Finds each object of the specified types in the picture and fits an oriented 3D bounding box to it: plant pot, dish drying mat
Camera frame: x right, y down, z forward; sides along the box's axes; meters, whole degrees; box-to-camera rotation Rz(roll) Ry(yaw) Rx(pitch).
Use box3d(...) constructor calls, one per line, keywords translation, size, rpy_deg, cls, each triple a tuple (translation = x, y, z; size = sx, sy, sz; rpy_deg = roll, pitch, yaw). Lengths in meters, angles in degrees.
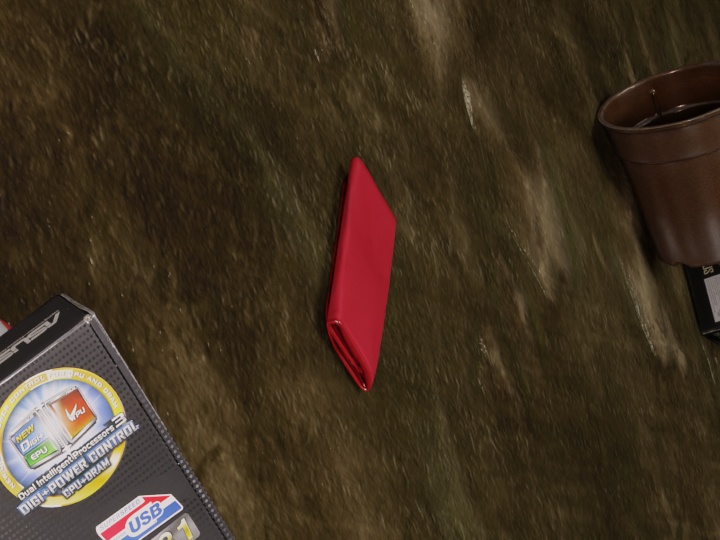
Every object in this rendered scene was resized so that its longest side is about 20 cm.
box3d(translation=(0.407, -0.123, 2.483), size=(0.201, 0.199, 0.200), rpy_deg=(-62, 138, -62), cls="plant pot")
box3d(translation=(0.000, 0.000, 1.589), size=(0.077, 0.018, 0.201), rpy_deg=(58, 24, -33), cls="dish drying mat")

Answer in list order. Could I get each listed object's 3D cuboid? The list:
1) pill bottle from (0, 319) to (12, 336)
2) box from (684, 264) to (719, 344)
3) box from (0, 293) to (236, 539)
box3d(translation=(-0.160, 0.097, 0.980), size=(0.200, 0.112, 0.113), rpy_deg=(41, 36, -54), cls="pill bottle")
box3d(translation=(0.488, -0.008, 2.705), size=(0.164, 0.086, 0.202), rpy_deg=(25, 49, -63), cls="box")
box3d(translation=(-0.159, 0.133, 0.864), size=(0.044, 0.199, 0.161), rpy_deg=(25, -33, 59), cls="box")
